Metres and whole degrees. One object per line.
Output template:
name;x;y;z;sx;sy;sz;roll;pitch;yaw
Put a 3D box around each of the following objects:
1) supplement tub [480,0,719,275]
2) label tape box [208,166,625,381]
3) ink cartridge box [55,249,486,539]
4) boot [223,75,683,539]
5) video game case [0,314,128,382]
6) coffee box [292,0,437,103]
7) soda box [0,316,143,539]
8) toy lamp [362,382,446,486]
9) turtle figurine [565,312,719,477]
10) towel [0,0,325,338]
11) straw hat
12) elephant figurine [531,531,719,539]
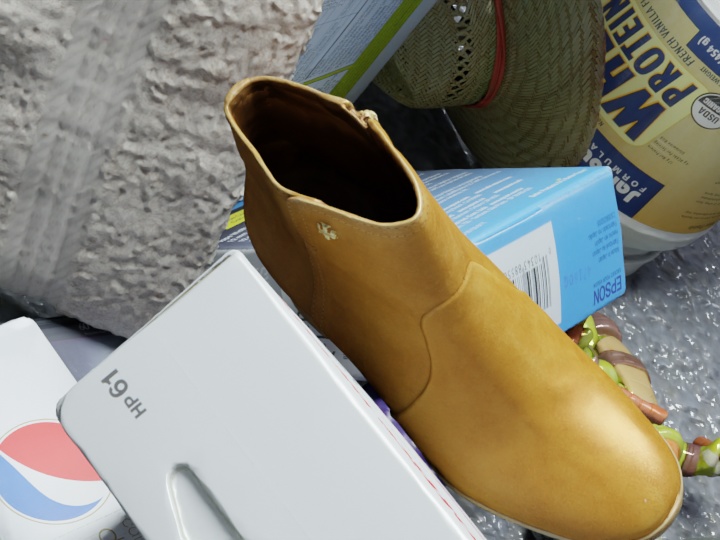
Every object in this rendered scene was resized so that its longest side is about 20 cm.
supplement tub;0.169;-0.102;1.152;0.144;0.200;0.145;23;42;-23
label tape box;0.000;0.000;0.964;0.143;0.199;0.067;-28;111;-55
ink cartridge box;-0.006;0.098;0.746;0.145;0.085;0.200;49;-1;23
boot;0.031;0.017;0.780;0.201;0.144;0.071;36;74;21
video game case;-0.053;0.092;0.902;0.142;0.019;0.200;-6;50;-44
coffee box;-0.085;-0.167;0.991;0.200;0.200;0.197;51;38;10
soda box;-0.103;0.116;0.787;0.063;0.068;0.200;-22;60;-32
toy lamp;0.032;0.056;0.967;0.058;0.058;0.200;42;21;-1
turtle figurine;0.128;0.057;1.067;0.200;0.064;0.162;36;22;-41
towel;-0.104;-0.063;0.865;0.132;0.201;0.035;20;31;-8
straw hat;0.038;-0.131;1.104;0.085;0.201;0.202;-13;62;-26
elephant figurine;0.182;0.174;0.982;0.155;0.141;0.201;54;12;-33
